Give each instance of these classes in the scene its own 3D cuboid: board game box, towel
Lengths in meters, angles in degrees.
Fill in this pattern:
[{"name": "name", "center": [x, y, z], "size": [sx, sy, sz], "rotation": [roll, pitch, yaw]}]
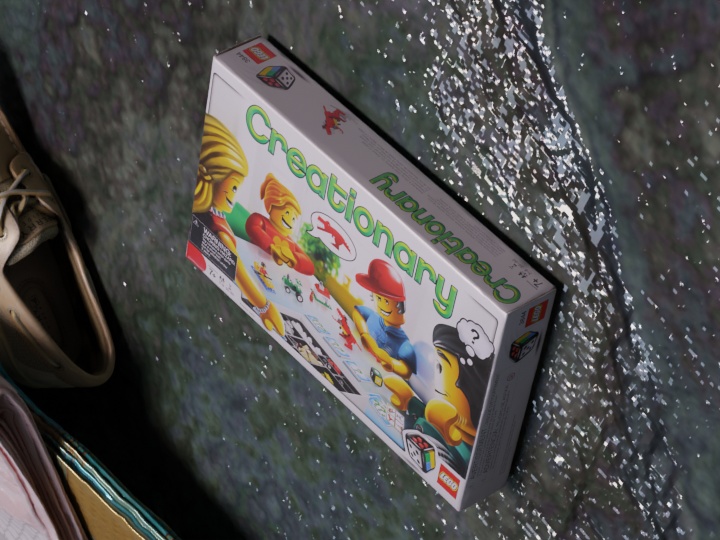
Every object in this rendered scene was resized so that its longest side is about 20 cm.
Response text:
[{"name": "board game box", "center": [0.000, 0.000, 1.265], "size": [0.200, 0.035, 0.127], "rotation": [41, 140, 29]}, {"name": "towel", "center": [-0.142, 0.134, 1.511], "size": [0.200, 0.022, 0.147], "rotation": [42, 159, 14]}, {"name": "towel", "center": [-0.234, 0.075, 1.515], "size": [0.200, 0.032, 0.191], "rotation": [32, 154, 33]}]

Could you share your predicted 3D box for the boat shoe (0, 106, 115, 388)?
[{"name": "boat shoe", "center": [-0.184, -0.027, 1.466], "size": [0.065, 0.072, 0.201], "rotation": [3, 121, 48]}]
